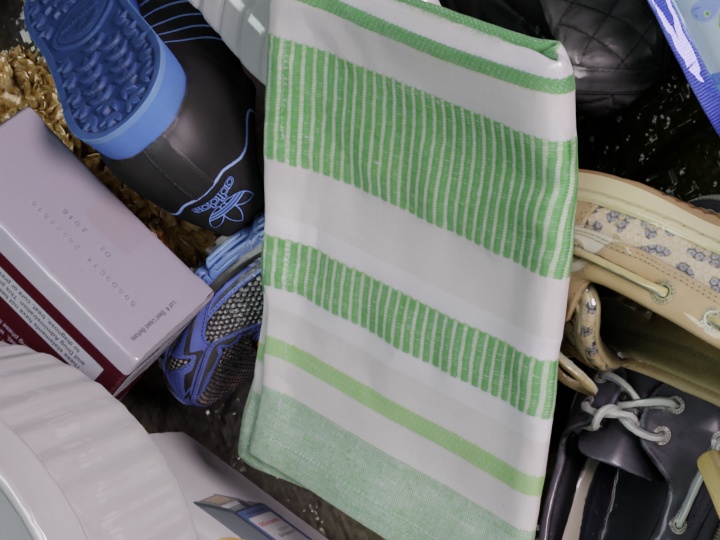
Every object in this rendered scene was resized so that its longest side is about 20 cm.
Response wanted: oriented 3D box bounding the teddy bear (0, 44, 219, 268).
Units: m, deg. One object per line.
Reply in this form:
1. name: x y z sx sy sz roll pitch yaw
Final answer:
1. teddy bear: -0.155 -0.026 0.870 0.200 0.067 0.145 41 106 21

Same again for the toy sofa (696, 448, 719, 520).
1. toy sofa: 0.229 0.066 0.689 0.200 0.097 0.083 -35 49 19

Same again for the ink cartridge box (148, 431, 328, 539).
1. ink cartridge box: -0.052 0.179 0.801 0.200 0.087 0.146 34 102 25

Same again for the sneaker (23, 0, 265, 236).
1. sneaker: -0.087 -0.087 0.821 0.070 0.078 0.200 -36 35 14

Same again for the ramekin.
1. ramekin: -0.150 0.120 0.728 0.199 0.105 0.202 7 105 28

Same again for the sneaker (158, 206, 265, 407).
1. sneaker: 0.000 0.000 0.795 0.200 0.075 0.079 -37 76 20

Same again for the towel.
1. towel: 0.013 0.002 0.712 0.152 0.023 0.201 24 117 41

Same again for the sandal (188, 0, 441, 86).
1. sandal: -0.040 -0.133 0.763 0.202 0.050 0.083 40 122 6

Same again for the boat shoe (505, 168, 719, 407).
1. boat shoe: 0.104 0.014 0.686 0.199 0.073 0.063 13 66 35

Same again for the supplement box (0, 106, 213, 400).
1. supplement box: -0.158 0.039 0.818 0.109 0.061 0.200 45 130 0

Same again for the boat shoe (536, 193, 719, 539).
1. boat shoe: 0.110 0.068 0.744 0.072 0.063 0.201 17 93 27

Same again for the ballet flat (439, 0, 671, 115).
1. ballet flat: 0.035 -0.120 0.758 0.200 0.057 0.067 35 118 37

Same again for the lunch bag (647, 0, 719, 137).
1. lunch bag: 0.197 -0.096 0.687 0.169 0.127 0.201 -27 94 20
